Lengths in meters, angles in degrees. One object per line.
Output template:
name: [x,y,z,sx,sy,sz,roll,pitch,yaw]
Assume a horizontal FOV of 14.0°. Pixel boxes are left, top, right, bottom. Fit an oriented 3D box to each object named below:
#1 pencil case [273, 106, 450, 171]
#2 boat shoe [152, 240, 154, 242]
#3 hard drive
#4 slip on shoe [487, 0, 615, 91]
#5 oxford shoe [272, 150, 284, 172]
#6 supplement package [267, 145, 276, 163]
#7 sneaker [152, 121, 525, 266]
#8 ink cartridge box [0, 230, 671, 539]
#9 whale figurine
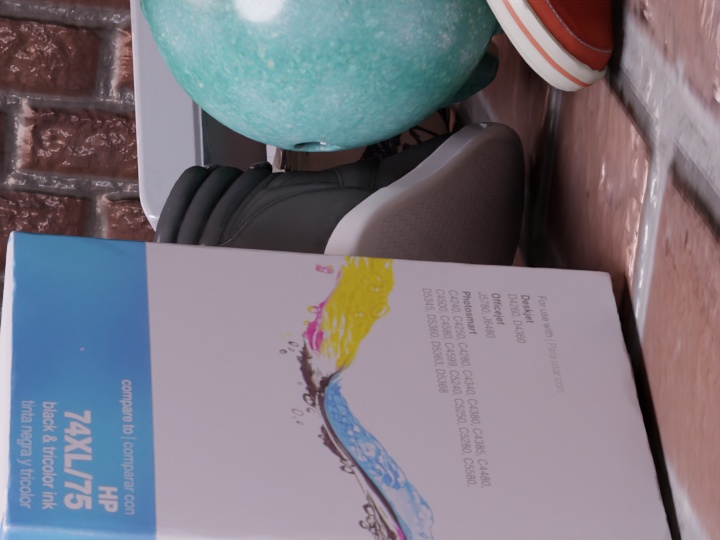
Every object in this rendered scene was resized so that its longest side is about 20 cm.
pencil case: [0.000,0.000,1.280,0.078,0.089,0.201,122,154,-47]
boat shoe: [-0.032,0.057,1.315,0.062,0.072,0.201,-42,69,40]
hard drive: [-0.062,-0.052,1.199,0.200,0.026,0.133,71,-166,-71]
slip on shoe: [0.064,-0.161,0.983,0.074,0.061,0.201,-2,-94,-63]
oxford shoe: [-0.020,-0.027,1.397,0.058,0.075,0.201,57,-139,-48]
supplement package: [-0.041,-0.043,1.557,0.114,0.109,0.201,-123,38,-78]
sneaker: [-0.008,-0.018,1.070,0.200,0.099,0.071,-26,-59,-64]
ink cartridge box: [-0.018,0.092,0.928,0.146,0.199,0.147,-98,14,-53]
whale figurine: [-0.004,-0.083,1.060,0.200,0.158,0.104,50,-139,-71]
